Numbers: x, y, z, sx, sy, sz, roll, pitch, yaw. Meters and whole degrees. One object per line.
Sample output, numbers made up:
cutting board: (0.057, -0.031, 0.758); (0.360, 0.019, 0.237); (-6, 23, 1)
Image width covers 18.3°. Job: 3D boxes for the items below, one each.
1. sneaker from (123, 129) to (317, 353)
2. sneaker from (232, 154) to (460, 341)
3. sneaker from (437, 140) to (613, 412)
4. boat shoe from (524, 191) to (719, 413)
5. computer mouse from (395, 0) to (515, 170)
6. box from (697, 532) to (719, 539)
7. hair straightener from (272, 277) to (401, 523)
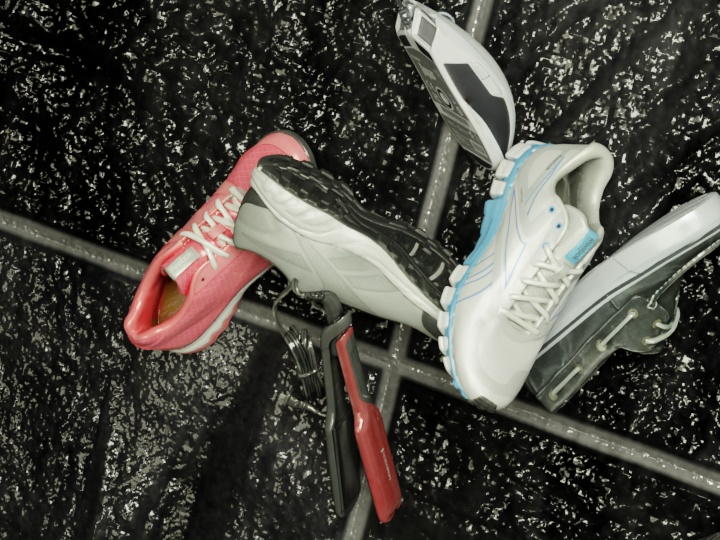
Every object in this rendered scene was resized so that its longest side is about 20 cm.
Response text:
sneaker: (-0.101, -0.013, 1.612); (0.074, 0.087, 0.200); (42, 111, 16)
sneaker: (0.000, 0.000, 1.562); (0.200, 0.074, 0.080); (34, 115, 5)
sneaker: (0.114, -0.003, 1.457); (0.086, 0.075, 0.201); (-11, 55, 51)
boat shoe: (0.182, 0.023, 1.492); (0.200, 0.072, 0.071); (-41, 85, 35)
computer mouse: (0.057, -0.155, 1.502); (0.044, 0.110, 0.200); (-37, 120, -9)
box: (0.184, 0.287, 1.522); (0.199, 0.048, 0.159); (-24, 84, 27)
hair straightener: (-0.029, 0.091, 1.573); (0.077, 0.041, 0.201); (1, 124, 28)
